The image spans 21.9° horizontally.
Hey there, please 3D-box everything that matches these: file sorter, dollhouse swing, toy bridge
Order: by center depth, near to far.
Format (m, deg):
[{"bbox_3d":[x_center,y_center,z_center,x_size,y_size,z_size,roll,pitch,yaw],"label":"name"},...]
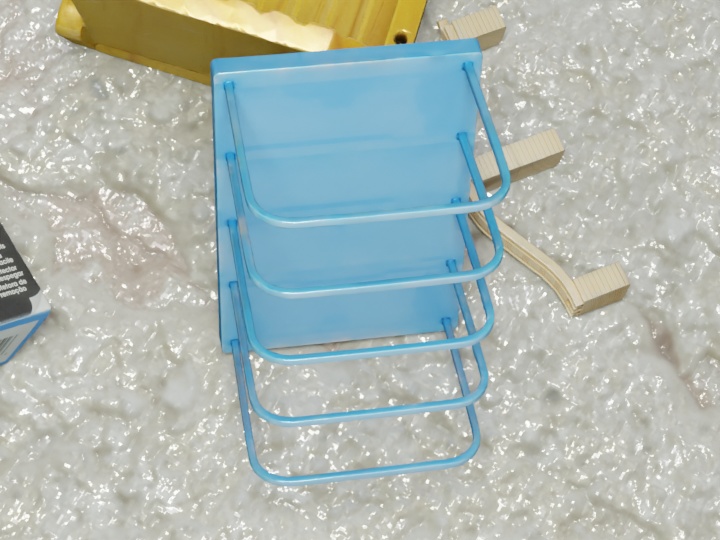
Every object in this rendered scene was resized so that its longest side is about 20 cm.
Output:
[{"bbox_3d":[0.000,0.000,0.967,0.138,0.201,0.123,-6,44,-9],"label":"file sorter"},{"bbox_3d":[-0.059,-0.180,1.055,0.199,0.176,0.183,17,70,1],"label":"dollhouse swing"},{"bbox_3d":[0.088,-0.064,1.108,0.067,0.027,0.201,-21,74,-12],"label":"toy bridge"}]

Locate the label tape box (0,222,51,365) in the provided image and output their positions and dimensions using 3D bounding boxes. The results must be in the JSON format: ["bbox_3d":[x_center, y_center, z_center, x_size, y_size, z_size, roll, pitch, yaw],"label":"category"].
[{"bbox_3d":[-0.281,-0.028,1.002,0.144,0.063,0.201,-20,72,-47],"label":"label tape box"}]
